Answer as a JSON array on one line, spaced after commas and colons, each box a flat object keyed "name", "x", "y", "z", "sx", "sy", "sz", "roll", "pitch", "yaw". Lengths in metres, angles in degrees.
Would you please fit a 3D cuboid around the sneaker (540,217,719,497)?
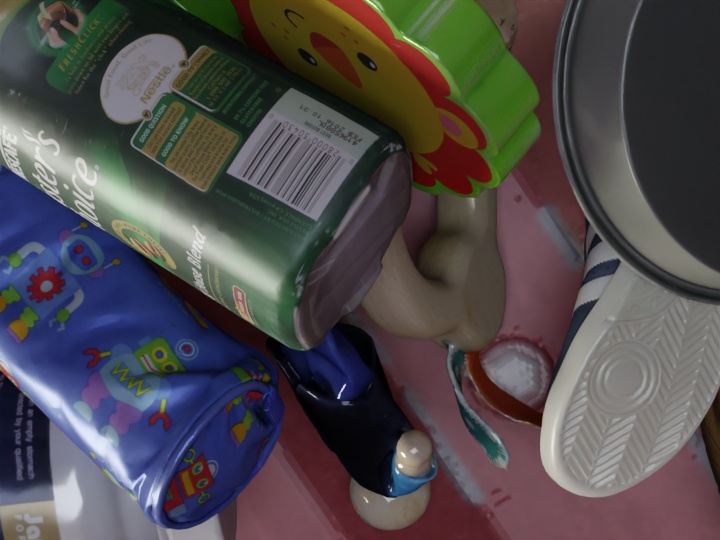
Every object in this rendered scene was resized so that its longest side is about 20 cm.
[{"name": "sneaker", "x": 0.126, "y": 0.003, "z": 0.829, "sx": 0.075, "sy": 0.084, "sz": 0.200, "roll": 22, "pitch": 92, "yaw": -22}]

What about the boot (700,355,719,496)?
[{"name": "boot", "x": 0.250, "y": 0.104, "z": 0.849, "sx": 0.155, "sy": 0.073, "sz": 0.201, "roll": -19, "pitch": 99, "yaw": 6}]

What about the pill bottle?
[{"name": "pill bottle", "x": -0.161, "y": 0.101, "z": 0.846, "sx": 0.199, "sy": 0.111, "sz": 0.111, "roll": -7, "pitch": 99, "yaw": 3}]

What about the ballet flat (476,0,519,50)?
[{"name": "ballet flat", "x": 0.014, "y": -0.152, "z": 0.766, "sx": 0.066, "sy": 0.200, "sz": 0.057, "roll": -8, "pitch": 134, "yaw": -19}]

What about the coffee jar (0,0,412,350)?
[{"name": "coffee jar", "x": -0.082, "y": -0.056, "z": 0.700, "sx": 0.200, "sy": 0.104, "sz": 0.085, "roll": 32, "pitch": 77, "yaw": 13}]

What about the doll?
[{"name": "doll", "x": -0.015, "y": 0.046, "z": 0.828, "sx": 0.048, "sy": 0.136, "sz": 0.200, "roll": -38, "pitch": 128, "yaw": -10}]

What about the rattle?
[{"name": "rattle", "x": 0.000, "y": 0.000, "z": 0.848, "sx": 0.142, "sy": 0.130, "sz": 0.200, "roll": -11, "pitch": 125, "yaw": 15}]

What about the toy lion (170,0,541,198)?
[{"name": "toy lion", "x": -0.026, "y": -0.105, "z": 0.693, "sx": 0.069, "sy": 0.200, "sz": 0.192, "roll": -50, "pitch": 125, "yaw": -14}]

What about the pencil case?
[{"name": "pencil case", "x": -0.117, "y": 0.019, "z": 0.786, "sx": 0.087, "sy": 0.078, "sz": 0.200, "roll": -45, "pitch": 68, "yaw": -8}]

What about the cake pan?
[{"name": "cake pan", "x": 0.177, "y": -0.080, "z": 0.765, "sx": 0.200, "sy": 0.037, "sz": 0.201, "roll": -4, "pitch": 102, "yaw": -21}]
